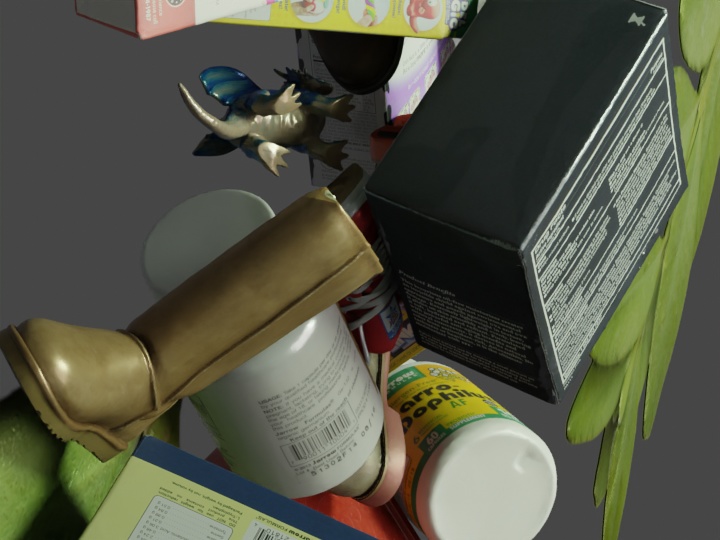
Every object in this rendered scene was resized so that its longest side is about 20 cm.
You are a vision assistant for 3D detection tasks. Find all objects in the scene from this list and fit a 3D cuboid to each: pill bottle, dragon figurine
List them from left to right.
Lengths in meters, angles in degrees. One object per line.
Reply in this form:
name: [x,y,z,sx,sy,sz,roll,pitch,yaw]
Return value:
dragon figurine: [-0.073,-0.099,1.318,0.200,0.099,0.059,-8,107,-50]
pill bottle: [-0.065,0.046,1.308,0.200,0.114,0.115,66,37,-45]
pill bottle: [0.059,0.136,1.573,0.200,0.112,0.113,-142,-129,-62]

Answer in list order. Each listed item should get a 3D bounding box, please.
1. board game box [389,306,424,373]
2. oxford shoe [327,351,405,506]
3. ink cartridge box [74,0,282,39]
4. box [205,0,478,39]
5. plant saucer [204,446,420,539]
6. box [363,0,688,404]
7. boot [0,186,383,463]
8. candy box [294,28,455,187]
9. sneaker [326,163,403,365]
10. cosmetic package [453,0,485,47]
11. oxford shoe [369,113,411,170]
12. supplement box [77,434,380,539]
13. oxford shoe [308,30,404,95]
board game box: [0.064,-0.018,1.562,0.200,0.057,0.165,-39,-163,45]
oxford shoe: [-0.023,0.071,1.453,0.075,0.070,0.200,17,40,-35]
ink cartridge box: [-0.068,-0.214,1.160,0.200,0.067,0.117,-21,121,-37]
box: [-0.015,-0.208,1.275,0.048,0.199,0.118,-157,-109,-64]
plant saucer: [-0.023,0.190,1.449,0.200,0.037,0.200,59,29,-6]
box: [0.115,-0.057,1.337,0.200,0.123,0.199,-57,154,-22]
boot: [-0.093,0.018,1.138,0.200,0.066,0.175,-34,164,-1]
candy box: [0.016,-0.185,1.511,0.168,0.071,0.200,-58,150,-48]
sneaker: [0.000,0.000,1.364,0.071,0.112,0.200,-44,-178,-15]
cosmetic package: [0.142,-0.225,1.584,0.071,0.101,0.200,67,29,-26]
oxford shoe: [0.053,-0.072,1.446,0.200,0.071,0.073,-26,117,-65]
supplement box: [-0.087,0.239,1.164,0.134,0.200,0.200,106,10,-45]
oxford shoe: [-0.026,-0.212,1.348,0.084,0.073,0.201,15,57,-64]
